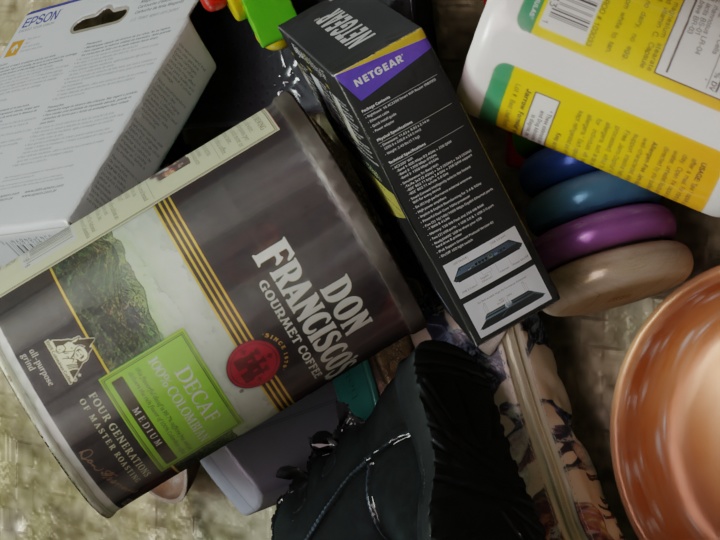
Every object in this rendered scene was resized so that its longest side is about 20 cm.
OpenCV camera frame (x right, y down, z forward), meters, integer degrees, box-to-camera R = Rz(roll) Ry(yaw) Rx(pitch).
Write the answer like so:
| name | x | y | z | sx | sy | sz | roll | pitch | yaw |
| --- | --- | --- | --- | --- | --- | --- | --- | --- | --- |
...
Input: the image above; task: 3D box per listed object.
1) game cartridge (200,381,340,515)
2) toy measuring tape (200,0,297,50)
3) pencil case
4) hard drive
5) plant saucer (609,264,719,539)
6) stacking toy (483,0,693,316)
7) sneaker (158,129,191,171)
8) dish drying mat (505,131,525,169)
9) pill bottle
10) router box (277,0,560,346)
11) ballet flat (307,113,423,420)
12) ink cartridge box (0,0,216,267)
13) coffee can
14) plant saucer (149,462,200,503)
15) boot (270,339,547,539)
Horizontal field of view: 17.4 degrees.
| name | x | y | z | sx | sy | sz | roll | pitch | yaw |
| --- | --- | --- | --- | --- | --- | --- | --- | --- | --- |
| game cartridge | -0.065 | 0.035 | 1.373 | 0.041 | 0.133 | 0.200 | -38 | 75 | 54 |
| toy measuring tape | -0.079 | -0.205 | 1.307 | 0.073 | 0.074 | 0.200 | 12 | 143 | 34 |
| pencil case | 0.091 | 0.100 | 1.292 | 0.078 | 0.089 | 0.200 | -18 | 78 | -6 |
| hard drive | -0.043 | -0.157 | 1.395 | 0.200 | 0.042 | 0.135 | -7 | 91 | 36 |
| plant saucer | 0.225 | 0.091 | 1.231 | 0.200 | 0.037 | 0.201 | 4 | 96 | 36 |
| stacking toy | 0.111 | -0.081 | 1.251 | 0.085 | 0.085 | 0.201 | -21 | 78 | 36 |
| sneaker | -0.124 | -0.044 | 1.448 | 0.200 | 0.074 | 0.080 | 43 | 116 | 24 |
| dish drying mat | 0.168 | -0.078 | 1.266 | 0.200 | 0.018 | 0.077 | 12 | 103 | 35 |
| pill bottle | 0.158 | -0.094 | 1.164 | 0.200 | 0.113 | 0.113 | 23 | 110 | 5 |
| router box | 0.027 | -0.061 | 1.238 | 0.052 | 0.200 | 0.158 | -29 | 107 | -2 |
| ballet flat | 0.000 | 0.000 | 1.369 | 0.070 | 0.065 | 0.201 | -22 | 82 | 55 |
| ink cartridge box | -0.178 | -0.085 | 1.410 | 0.196 | 0.200 | 0.043 | -6 | 136 | 46 |
| coffee can | -0.086 | 0.018 | 1.250 | 0.200 | 0.146 | 0.147 | -31 | 74 | -2 |
| plant saucer | -0.150 | 0.049 | 1.449 | 0.200 | 0.034 | 0.201 | 46 | 154 | 30 |
| boot | 0.019 | 0.151 | 1.242 | 0.163 | 0.073 | 0.199 | -51 | 38 | 37 |
